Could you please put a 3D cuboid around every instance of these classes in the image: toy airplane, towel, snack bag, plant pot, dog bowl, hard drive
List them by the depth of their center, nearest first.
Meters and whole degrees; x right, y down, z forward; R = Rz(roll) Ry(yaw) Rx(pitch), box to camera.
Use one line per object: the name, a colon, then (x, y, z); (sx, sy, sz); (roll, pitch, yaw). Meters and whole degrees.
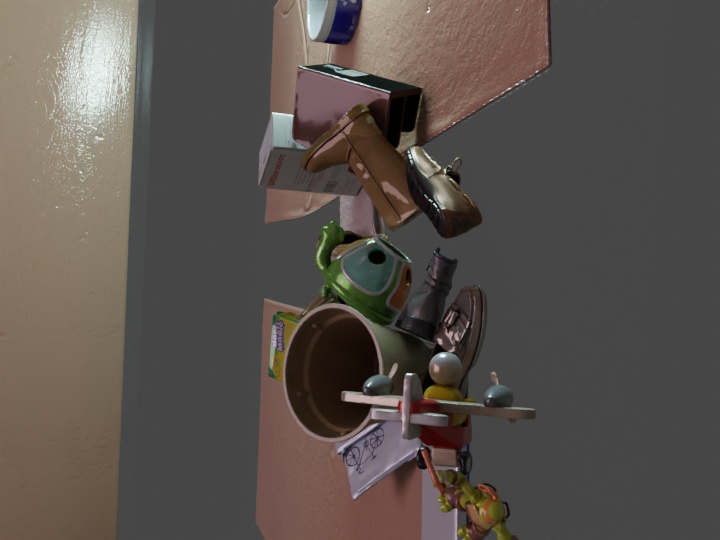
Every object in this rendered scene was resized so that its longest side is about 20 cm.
toy airplane: (0.093, 0.166, 1.017); (0.199, 0.199, 0.142); (138, 149, -62)
hard drive: (0.124, 0.309, 1.177); (0.132, 0.025, 0.202); (165, 107, -72)
plant pot: (0.014, 0.158, 1.230); (0.200, 0.183, 0.202); (-7, 79, 40)
snack bag: (0.022, 0.274, 1.385); (0.188, 0.021, 0.201); (-42, 41, 28)
towel: (0.001, -0.115, 1.614); (0.200, 0.032, 0.192); (138, 132, -65)
dog bowl: (-0.060, -0.614, 1.798); (0.200, 0.078, 0.202); (-177, 90, -72)

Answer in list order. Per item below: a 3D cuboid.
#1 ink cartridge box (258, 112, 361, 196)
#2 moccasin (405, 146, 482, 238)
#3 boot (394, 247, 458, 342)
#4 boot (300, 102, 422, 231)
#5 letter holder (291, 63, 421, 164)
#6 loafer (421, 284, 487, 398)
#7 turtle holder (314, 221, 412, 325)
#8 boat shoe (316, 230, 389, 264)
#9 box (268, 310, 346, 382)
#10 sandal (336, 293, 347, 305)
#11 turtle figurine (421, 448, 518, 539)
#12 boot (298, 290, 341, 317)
ink cartridge box: (-0.086, -0.219, 1.526); (0.146, 0.199, 0.083); (125, 145, -60)
moccasin: (0.121, -0.125, 1.188); (0.202, 0.077, 0.074); (-121, 22, -53)
boot: (0.109, 0.038, 1.211); (0.200, 0.069, 0.132); (136, 156, -86)
boot: (0.006, -0.150, 1.328); (0.175, 0.066, 0.201); (-39, 83, 40)
letter holder: (-0.011, -0.269, 1.401); (0.199, 0.100, 0.143); (23, 117, 29)
loafer: (0.128, 0.114, 1.132); (0.072, 0.062, 0.201); (-121, 37, -59)
turtle holder: (0.009, 0.005, 1.375); (0.132, 0.141, 0.186); (-54, 45, 11)
boat shoe: (-0.014, -0.051, 1.495); (0.200, 0.073, 0.063); (20, 129, 51)
box: (-0.094, 0.144, 1.379); (0.199, 0.048, 0.118); (14, 103, 44)
sandal: (-0.012, 0.063, 1.468); (0.079, 0.059, 0.208); (11, 73, 36)
turtle figurine: (0.143, 0.293, 0.996); (0.200, 0.064, 0.161); (44, 162, 6)
boot: (-0.061, 0.151, 1.427); (0.155, 0.073, 0.201); (41, 114, 27)
